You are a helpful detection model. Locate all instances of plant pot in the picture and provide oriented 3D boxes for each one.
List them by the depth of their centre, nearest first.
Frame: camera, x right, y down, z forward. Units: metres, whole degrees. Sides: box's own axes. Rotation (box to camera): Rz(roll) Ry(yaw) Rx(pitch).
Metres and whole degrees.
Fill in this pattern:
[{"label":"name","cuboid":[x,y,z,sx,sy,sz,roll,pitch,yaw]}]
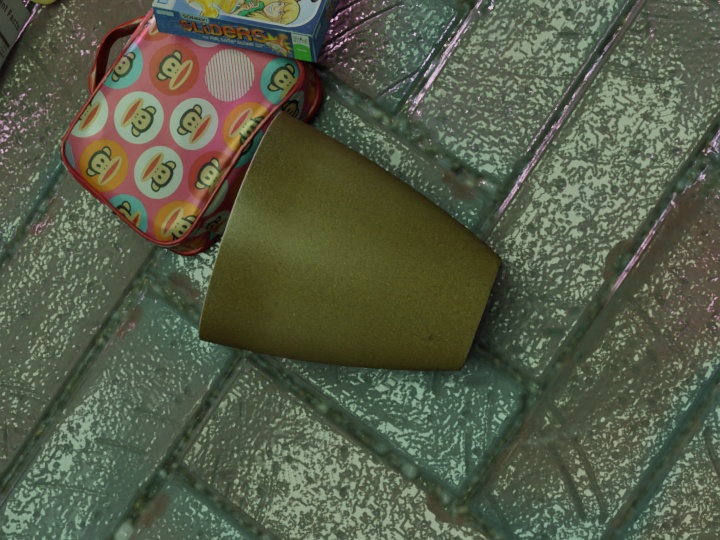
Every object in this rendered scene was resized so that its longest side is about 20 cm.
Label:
[{"label":"plant pot","cuboid":[0.000,0.000,1.535,0.199,0.186,0.187,20,88,2]}]

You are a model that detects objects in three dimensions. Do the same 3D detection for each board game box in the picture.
[{"label":"board game box","cuboid":[-0.070,-0.266,1.603,0.135,0.035,0.201,12,60,12]}]

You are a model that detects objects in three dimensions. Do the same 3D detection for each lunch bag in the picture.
[{"label":"lunch bag","cuboid":[-0.149,-0.131,1.629,0.176,0.082,0.200,40,94,17]}]

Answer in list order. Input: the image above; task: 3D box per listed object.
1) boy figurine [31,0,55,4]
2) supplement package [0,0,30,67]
[{"label":"boy figurine","cuboid":[-0.310,-0.315,1.682,0.064,0.124,0.200,-28,95,29]},{"label":"supplement package","cuboid":[-0.383,-0.175,1.661,0.116,0.117,0.201,19,73,18]}]
